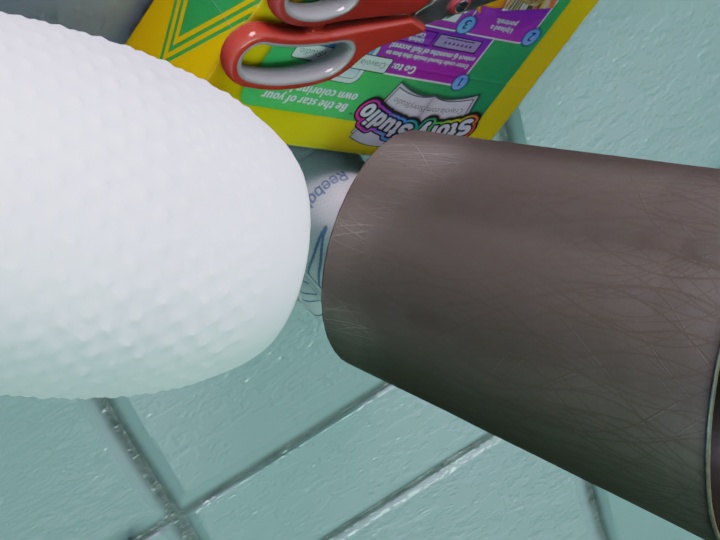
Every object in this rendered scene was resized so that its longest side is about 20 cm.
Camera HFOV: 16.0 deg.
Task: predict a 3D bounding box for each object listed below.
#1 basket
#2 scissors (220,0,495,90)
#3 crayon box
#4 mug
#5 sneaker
[{"bbox_3d":[0.094,0.015,1.127,0.136,0.199,0.181,-45,143,-41],"label":"basket"},{"bbox_3d":[0.028,-0.110,1.099,0.199,0.014,0.073,-7,136,-39],"label":"scissors"},{"bbox_3d":[0.019,-0.132,1.128,0.199,0.058,0.173,5,131,-47],"label":"crayon box"},{"bbox_3d":[-0.128,-0.021,1.037,0.174,0.149,0.200,10,174,-28],"label":"mug"},{"bbox_3d":[0.000,0.000,1.261,0.074,0.087,0.200,-38,150,1],"label":"sneaker"}]
